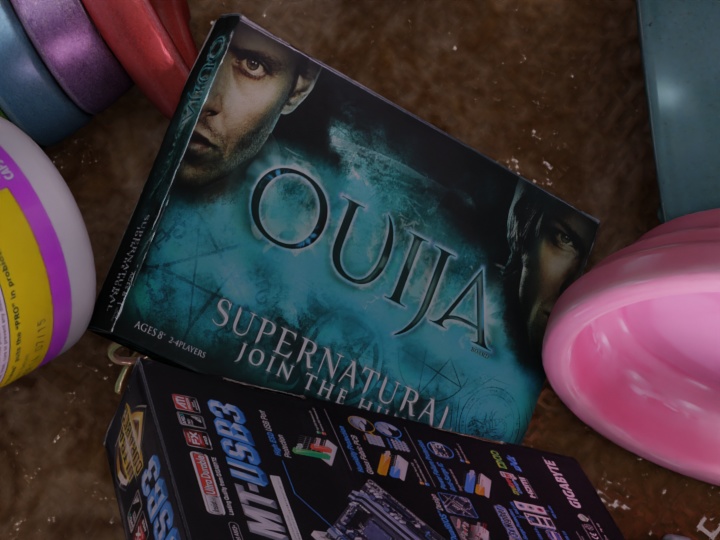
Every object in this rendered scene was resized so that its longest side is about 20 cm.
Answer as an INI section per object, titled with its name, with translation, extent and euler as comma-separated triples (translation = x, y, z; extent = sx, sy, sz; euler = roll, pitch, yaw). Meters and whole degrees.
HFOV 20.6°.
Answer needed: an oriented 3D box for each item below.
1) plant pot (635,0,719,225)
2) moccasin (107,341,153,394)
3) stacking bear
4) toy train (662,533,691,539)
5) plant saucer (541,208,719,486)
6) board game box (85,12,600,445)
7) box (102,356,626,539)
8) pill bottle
[plant pot]
translation = 0.210, -0.076, 0.806
extent = 0.188, 0.200, 0.200
euler = -8, 85, 10
[moccasin]
translation = -0.068, 0.048, 0.825
extent = 0.074, 0.078, 0.202
euler = 7, 84, -3
[stacking bear]
translation = -0.176, -0.082, 0.818
extent = 0.200, 0.114, 0.122
euler = -26, 45, 6
[toy train]
translation = 0.180, 0.162, 0.810
extent = 0.200, 0.114, 0.085
euler = 12, 84, -2
[plant saucer]
translation = 0.174, 0.033, 0.789
extent = 0.200, 0.201, 0.051
euler = 17, 63, -2
[board game box]
translation = 0.000, 0.000, 0.808
extent = 0.200, 0.028, 0.135
euler = 27, 79, -31
[box]
translation = 0.019, 0.119, 0.709
extent = 0.198, 0.200, 0.050
euler = 13, 114, -23
[pill bottle]
translation = -0.199, 0.022, 0.700
extent = 0.200, 0.104, 0.104
euler = -31, 86, -38
